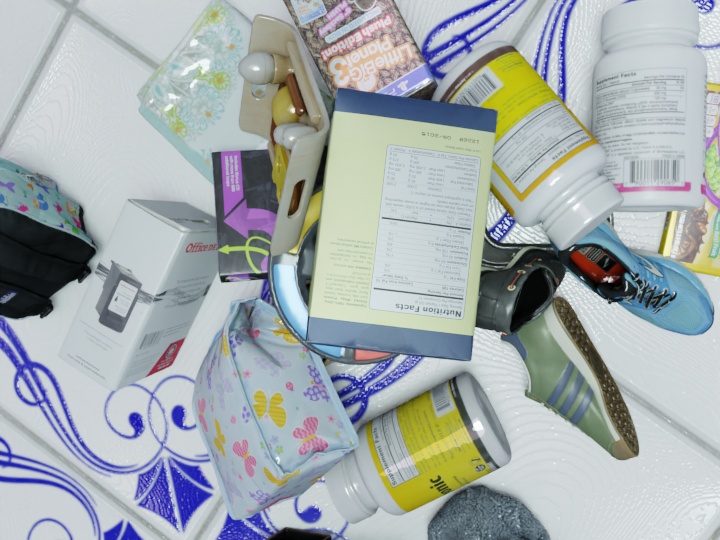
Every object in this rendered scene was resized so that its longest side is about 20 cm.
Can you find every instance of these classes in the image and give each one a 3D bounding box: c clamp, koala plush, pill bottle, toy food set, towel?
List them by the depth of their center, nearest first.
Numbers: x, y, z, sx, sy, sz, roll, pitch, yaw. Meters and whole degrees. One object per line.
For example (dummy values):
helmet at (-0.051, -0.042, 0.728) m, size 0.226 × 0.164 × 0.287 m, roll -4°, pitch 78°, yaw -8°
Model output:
toy food set at (-0.088, -0.135, 0.726) m, size 0.060 × 0.201 × 0.144 m, roll -1°, pitch 138°, yaw -20°
pill bottle at (0.166, -0.121, 0.734) m, size 0.109 × 0.109 × 0.201 m, roll -39°, pitch 76°, yaw 11°
pill bottle at (0.297, -0.164, 0.762) m, size 0.112 × 0.113 × 0.203 m, roll 1°, pitch 91°, yaw 10°
koala plush at (0.139, 0.348, 0.790) m, size 0.176 × 0.200 × 0.186 m, roll -20°, pitch 91°, yaw 12°
c clamp at (0.189, -0.082, 0.834) m, size 0.197 × 0.027 × 0.173 m, roll 8°, pitch 97°, yaw 9°
pill bottle at (0.061, 0.208, 0.839) m, size 0.199 × 0.111 × 0.112 m, roll -29°, pitch 89°, yaw 12°
towel at (-0.151, -0.198, 0.879) m, size 0.200 × 0.048 × 0.171 m, roll 44°, pitch 101°, yaw 4°

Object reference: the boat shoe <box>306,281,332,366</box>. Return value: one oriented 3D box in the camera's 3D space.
boat shoe at (-0.034, 0.013, 0.864) m, size 0.070 × 0.065 × 0.203 m, roll 2°, pitch 94°, yaw 10°

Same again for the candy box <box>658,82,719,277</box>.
candy box at (0.393, -0.095, 0.797) m, size 0.101 × 0.026 × 0.203 m, roll 10°, pitch 97°, yaw 8°

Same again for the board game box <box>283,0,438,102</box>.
board game box at (-0.001, -0.254, 0.789) m, size 0.096 × 0.159 × 0.202 m, roll -27°, pitch 89°, yaw 12°

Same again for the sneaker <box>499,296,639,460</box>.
sneaker at (0.230, 0.130, 0.831) m, size 0.089 × 0.067 × 0.201 m, roll -25°, pitch 100°, yaw 32°

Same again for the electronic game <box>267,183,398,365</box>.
electronic game at (0.000, 0.000, 0.787) m, size 0.197 × 0.042 × 0.203 m, roll 0°, pitch 92°, yaw -7°

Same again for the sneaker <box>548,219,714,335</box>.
sneaker at (0.281, 0.017, 0.780) m, size 0.199 × 0.090 × 0.079 m, roll 30°, pitch 123°, yaw -1°

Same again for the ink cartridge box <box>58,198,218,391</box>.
ink cartridge box at (-0.243, 0.021, 0.863) m, size 0.083 × 0.145 × 0.202 m, roll 28°, pitch 99°, yaw 9°

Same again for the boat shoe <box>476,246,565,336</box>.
boat shoe at (0.167, 0.022, 0.750) m, size 0.063 × 0.201 × 0.075 m, roll 18°, pitch 108°, yaw 32°

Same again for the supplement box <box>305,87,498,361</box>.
supplement box at (0.027, -0.032, 0.668) m, size 0.132 × 0.200 × 0.202 m, roll 7°, pitch 88°, yaw -3°

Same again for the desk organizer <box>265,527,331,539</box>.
desk organizer at (-0.023, 0.363, 0.863) m, size 0.198 × 0.072 × 0.078 m, roll 0°, pitch 91°, yaw 26°

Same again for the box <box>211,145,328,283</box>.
box at (-0.063, -0.067, 0.830) m, size 0.197 × 0.036 × 0.145 m, roll -5°, pitch 78°, yaw -8°

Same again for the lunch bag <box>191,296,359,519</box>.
lunch bag at (-0.107, 0.146, 0.824) m, size 0.201 × 0.126 × 0.170 m, roll 61°, pitch 141°, yaw 20°

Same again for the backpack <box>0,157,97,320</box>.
backpack at (-0.439, -0.042, 0.869) m, size 0.177 × 0.200 × 0.151 m, roll -38°, pitch 67°, yaw 12°
